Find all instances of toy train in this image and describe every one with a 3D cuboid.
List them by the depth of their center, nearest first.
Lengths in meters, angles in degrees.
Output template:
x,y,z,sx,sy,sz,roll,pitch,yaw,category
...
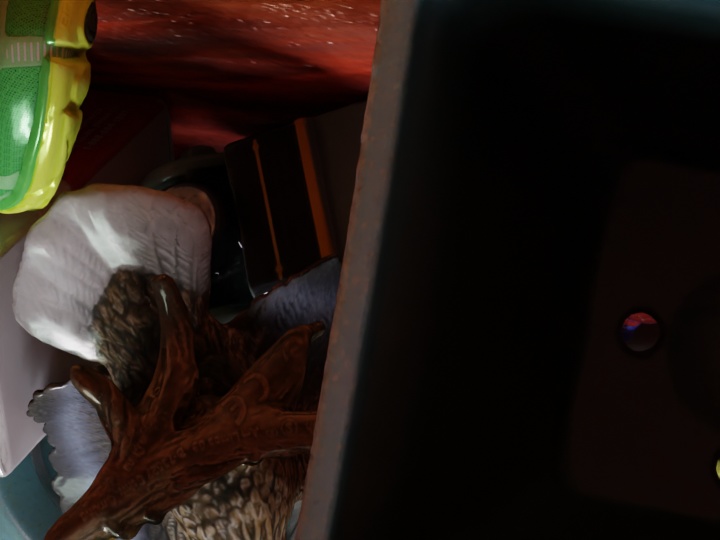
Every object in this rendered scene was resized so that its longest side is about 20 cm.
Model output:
x,y,z,sx,sy,sz,roll,pitch,yaw,category
0.000,0.000,1.011,0.114,0.085,0.200,-17,160,20,toy train

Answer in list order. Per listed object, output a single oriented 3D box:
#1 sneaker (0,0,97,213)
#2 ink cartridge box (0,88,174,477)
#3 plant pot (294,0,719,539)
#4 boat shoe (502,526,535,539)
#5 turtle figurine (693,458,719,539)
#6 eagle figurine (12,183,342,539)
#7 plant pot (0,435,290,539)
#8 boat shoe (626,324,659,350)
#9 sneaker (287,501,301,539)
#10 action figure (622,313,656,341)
x,y,z,sx,sy,sz,roll,pitch,yaw,category
-0.146,-0.059,0.878,0.083,0.074,0.200,12,173,-32,sneaker
-0.184,-0.009,1.004,0.199,0.086,0.148,7,-149,23,ink cartridge box
0.105,0.026,0.751,0.196,0.196,0.200,10,-179,10,plant pot
0.071,0.115,0.915,0.069,0.074,0.200,45,179,19,boat shoe
0.148,0.057,0.947,0.161,0.064,0.200,-32,-173,-3,turtle figurine
-0.038,0.064,0.910,0.151,0.151,0.200,22,-179,13,eagle figurine
-0.125,0.102,1.108,0.200,0.201,0.188,15,149,-23,plant pot
0.184,0.049,1.199,0.199,0.060,0.072,11,172,3,boat shoe
0.010,0.071,1.152,0.092,0.200,0.076,24,176,34,sneaker
0.102,0.008,1.036,0.052,0.066,0.200,33,174,5,action figure
